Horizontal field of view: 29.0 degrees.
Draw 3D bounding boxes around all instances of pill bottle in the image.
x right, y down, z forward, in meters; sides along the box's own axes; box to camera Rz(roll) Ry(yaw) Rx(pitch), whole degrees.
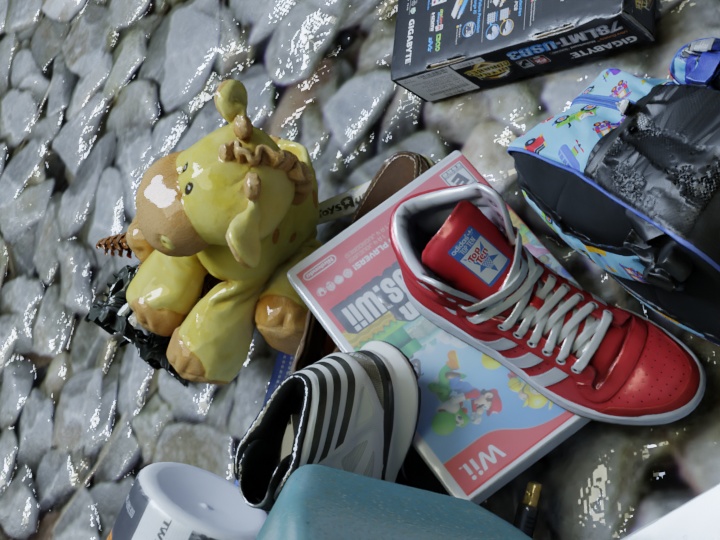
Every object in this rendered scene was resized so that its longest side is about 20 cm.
[{"bbox_3d":[-0.148,0.246,0.984,0.106,0.106,0.200,37,105,45],"label":"pill bottle"}]

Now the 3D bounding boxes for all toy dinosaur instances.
[{"bbox_3d":[-0.145,0.009,1.114,0.136,0.102,0.200,-58,25,-13],"label":"toy dinosaur"}]

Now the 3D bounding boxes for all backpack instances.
[{"bbox_3d":[0.186,-0.040,0.753,0.135,0.182,0.200,-54,34,1],"label":"backpack"}]

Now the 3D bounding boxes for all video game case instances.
[{"bbox_3d":[0.063,0.032,0.871,0.143,0.017,0.200,-36,62,-6],"label":"video game case"}]

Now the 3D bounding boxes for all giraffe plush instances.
[{"bbox_3d":[-0.088,-0.034,0.961,0.200,0.162,0.173,-38,70,-2],"label":"giraffe plush"}]

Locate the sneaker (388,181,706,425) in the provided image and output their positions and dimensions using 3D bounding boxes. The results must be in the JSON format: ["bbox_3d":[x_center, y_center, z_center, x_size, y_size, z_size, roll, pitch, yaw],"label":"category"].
[{"bbox_3d":[0.101,0.018,0.793,0.200,0.113,0.071,25,73,23],"label":"sneaker"}]

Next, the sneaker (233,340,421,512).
[{"bbox_3d":[-0.031,0.145,0.823,0.076,0.115,0.201,17,109,45],"label":"sneaker"}]

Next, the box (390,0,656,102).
[{"bbox_3d":[0.116,-0.235,0.977,0.198,0.050,0.201,-10,67,40],"label":"box"}]

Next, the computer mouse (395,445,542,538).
[{"bbox_3d":[0.055,0.109,0.868,0.140,0.046,0.201,6,75,43],"label":"computer mouse"}]

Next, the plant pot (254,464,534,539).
[{"bbox_3d":[0.010,0.214,0.707,0.200,0.195,0.197,-103,35,-54],"label":"plant pot"}]

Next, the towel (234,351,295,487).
[{"bbox_3d":[-0.004,0.108,0.970,0.200,0.024,0.145,9,79,45],"label":"towel"}]

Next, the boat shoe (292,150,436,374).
[{"bbox_3d":[0.005,0.000,0.954,0.075,0.075,0.203,-6,61,41],"label":"boat shoe"}]

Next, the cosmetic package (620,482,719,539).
[{"bbox_3d":[0.188,0.228,0.721,0.151,0.052,0.200,-39,51,30],"label":"cosmetic package"}]
